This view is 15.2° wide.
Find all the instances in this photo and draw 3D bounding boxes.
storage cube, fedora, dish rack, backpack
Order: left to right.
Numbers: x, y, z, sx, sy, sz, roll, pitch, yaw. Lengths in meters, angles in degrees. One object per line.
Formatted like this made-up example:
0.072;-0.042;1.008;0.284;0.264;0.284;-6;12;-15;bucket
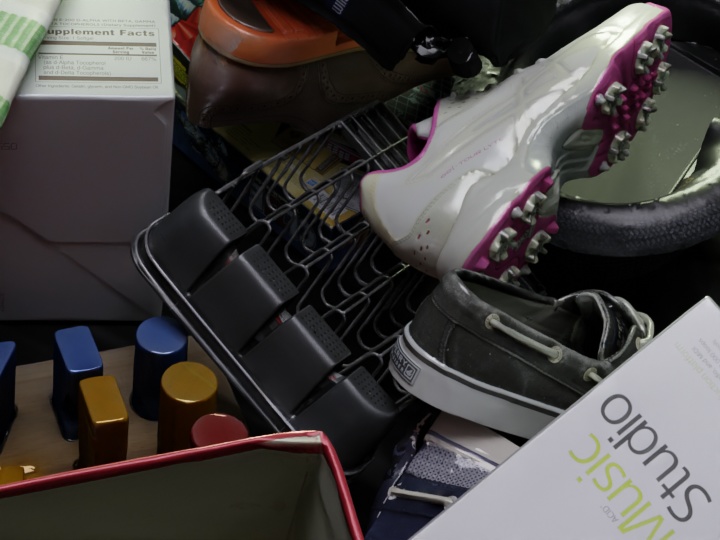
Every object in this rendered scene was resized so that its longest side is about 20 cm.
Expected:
-0.084;0.190;1.033;0.199;0.180;0.171;-11;59;-17;storage cube
0.000;0.000;1.309;0.154;0.055;0.200;50;37;4;dish rack
0.006;-0.192;1.333;0.199;0.168;0.126;17;11;27;backpack
0.139;-0.064;1.402;0.200;0.092;0.201;1;51;-1;fedora

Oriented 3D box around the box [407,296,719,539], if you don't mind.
0.119;0.128;1.164;0.200;0.036;0.144;-39;78;-7;box

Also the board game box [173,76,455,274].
-0.034;-0.093;1.450;0.135;0.035;0.200;-29;55;-32;board game box

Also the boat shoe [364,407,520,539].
0.089;0.145;1.212;0.200;0.075;0.093;24;60;18;boat shoe

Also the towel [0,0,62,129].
-0.223;-0.105;1.223;0.152;0.023;0.200;14;47;4;towel

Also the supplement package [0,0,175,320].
-0.194;-0.066;1.312;0.199;0.156;0.111;1;47;-7;supplement package

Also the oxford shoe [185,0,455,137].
-0.011;-0.110;1.403;0.200;0.073;0.071;-5;40;-40;oxford shoe

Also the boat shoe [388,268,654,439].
0.108;0.046;1.256;0.200;0.064;0.071;15;24;-37;boat shoe

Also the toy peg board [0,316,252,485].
-0.131;0.092;1.203;0.199;0.098;0.199;-9;47;-18;toy peg board

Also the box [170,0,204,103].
-0.059;-0.196;1.446;0.200;0.040;0.137;-38;81;-26;box

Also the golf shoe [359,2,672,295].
0.077;-0.072;1.301;0.091;0.075;0.200;26;54;24;golf shoe
